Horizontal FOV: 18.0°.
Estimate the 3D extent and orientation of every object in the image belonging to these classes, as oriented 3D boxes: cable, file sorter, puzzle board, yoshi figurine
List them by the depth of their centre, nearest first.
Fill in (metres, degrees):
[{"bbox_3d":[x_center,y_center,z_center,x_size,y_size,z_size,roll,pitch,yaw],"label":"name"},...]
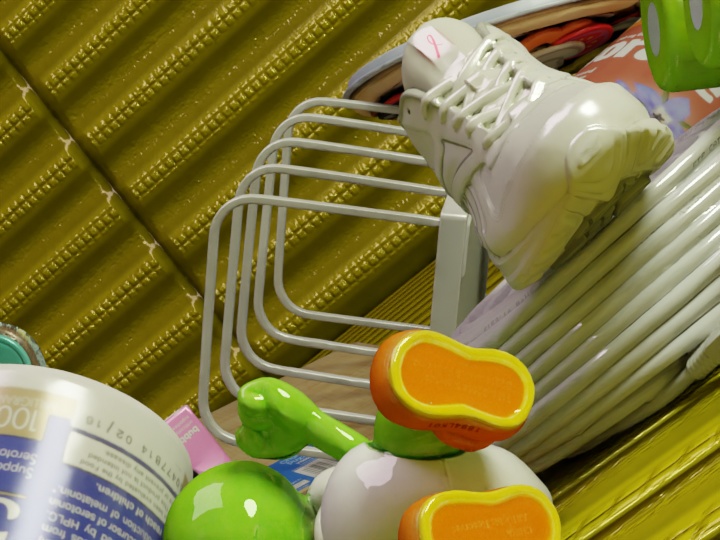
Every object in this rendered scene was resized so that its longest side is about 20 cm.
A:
[{"bbox_3d":[-0.013,0.092,0.825,0.112,0.112,0.200,-48,2,-29],"label":"yoshi figurine"},{"bbox_3d":[0.111,0.006,0.930,0.200,0.069,0.200,-39,2,29],"label":"cable"},{"bbox_3d":[0.000,0.000,1.168,0.200,0.124,0.140,-64,-19,-69],"label":"file sorter"},{"bbox_3d":[-0.030,0.090,1.227,0.199,0.018,0.150,-26,20,-34],"label":"puzzle board"}]

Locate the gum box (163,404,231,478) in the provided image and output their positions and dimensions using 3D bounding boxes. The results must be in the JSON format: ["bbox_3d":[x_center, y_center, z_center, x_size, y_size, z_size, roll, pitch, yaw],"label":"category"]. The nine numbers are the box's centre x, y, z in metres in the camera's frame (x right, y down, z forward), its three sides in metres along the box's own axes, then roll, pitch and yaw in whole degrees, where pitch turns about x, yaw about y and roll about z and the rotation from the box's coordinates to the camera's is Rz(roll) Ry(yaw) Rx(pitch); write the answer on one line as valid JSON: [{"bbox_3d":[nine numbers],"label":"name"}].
[{"bbox_3d":[-0.085,0.137,1.059,0.066,0.114,0.200,-40,1,-19],"label":"gum box"}]

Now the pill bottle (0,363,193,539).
[{"bbox_3d":[-0.140,0.149,0.865,0.120,0.119,0.201,-38,33,47],"label":"pill bottle"}]

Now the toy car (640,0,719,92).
[{"bbox_3d":[0.195,-0.182,0.895,0.163,0.202,0.158,-6,-1,-4],"label":"toy car"}]

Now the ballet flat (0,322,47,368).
[{"bbox_3d":[-0.187,0.119,1.089,0.074,0.074,0.201,-50,-26,-83],"label":"ballet flat"}]

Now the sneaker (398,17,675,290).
[{"bbox_3d":[0.052,-0.051,0.853,0.078,0.099,0.200,-41,2,-6],"label":"sneaker"}]

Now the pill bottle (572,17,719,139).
[{"bbox_3d":[0.167,-0.077,1.197,0.200,0.112,0.112,-41,2,-38],"label":"pill bottle"}]

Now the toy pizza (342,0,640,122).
[{"bbox_3d":[0.087,-0.116,1.275,0.199,0.032,0.200,-17,-5,-2],"label":"toy pizza"}]
